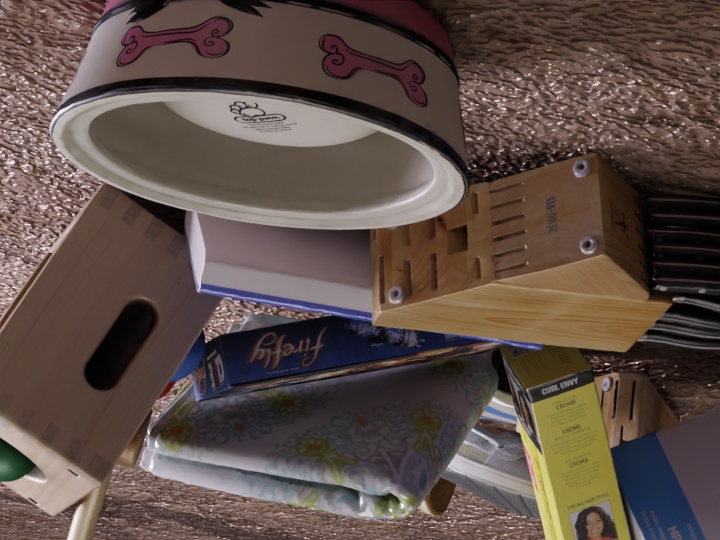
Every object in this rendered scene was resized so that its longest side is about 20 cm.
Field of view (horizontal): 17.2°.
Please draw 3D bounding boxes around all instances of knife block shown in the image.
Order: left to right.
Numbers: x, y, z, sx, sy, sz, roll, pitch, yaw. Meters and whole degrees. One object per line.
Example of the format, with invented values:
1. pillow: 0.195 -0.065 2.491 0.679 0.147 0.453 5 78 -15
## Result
1. knife block: 0.127 0.007 1.334 0.199 0.064 0.176 -15 150 25
2. knife block: 0.214 0.137 1.805 0.175 0.064 0.200 14 163 -25

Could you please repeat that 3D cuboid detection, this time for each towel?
1. towel: -0.026 0.097 1.580 0.199 0.171 0.048 8 122 20

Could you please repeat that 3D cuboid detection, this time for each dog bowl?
1. dog bowl: -0.043 -0.083 1.127 0.199 0.074 0.200 7 165 2

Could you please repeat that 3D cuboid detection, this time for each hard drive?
1. hard drive: 0.000 0.000 1.389 0.199 0.025 0.132 10 -164 -11

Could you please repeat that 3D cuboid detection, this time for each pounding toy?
1. pounding toy: -0.173 0.084 1.481 0.142 0.200 0.184 35 160 -8

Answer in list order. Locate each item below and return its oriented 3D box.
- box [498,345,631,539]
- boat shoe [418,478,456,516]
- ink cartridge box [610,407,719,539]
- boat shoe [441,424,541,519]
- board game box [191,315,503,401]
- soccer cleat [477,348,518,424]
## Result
1. box: 0.144 0.142 1.613 0.050 0.201 0.075 -18 -153 -6
2. boat shoe: 0.032 0.155 1.990 0.069 0.074 0.200 14 167 21
3. ink cartridge box: 0.281 0.168 1.661 0.199 0.126 0.129 -19 155 -7
4. boat shoe: 0.085 0.125 1.726 0.201 0.065 0.074 22 168 30
5. board game box: -0.001 0.047 1.511 0.199 0.035 0.135 -9 175 -13
6. soccer cleat: 0.060 0.069 1.669 0.199 0.070 0.086 0 154 6
